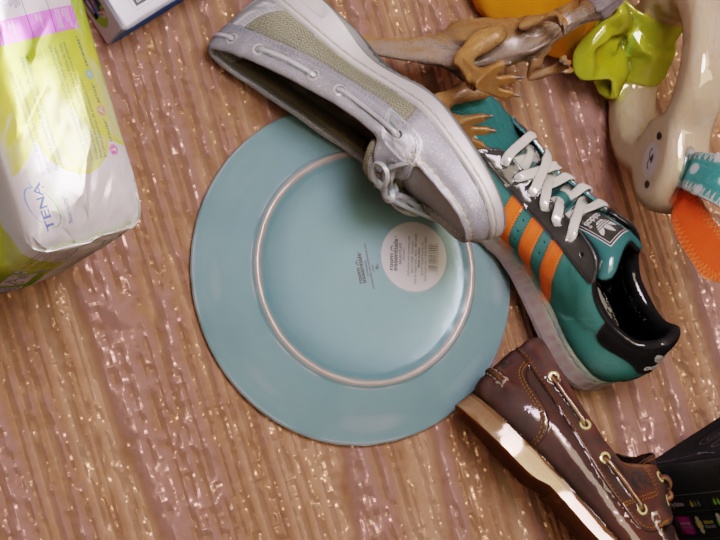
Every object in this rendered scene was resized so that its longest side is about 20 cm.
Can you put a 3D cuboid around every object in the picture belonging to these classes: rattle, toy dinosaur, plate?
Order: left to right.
[{"bbox_3d":[0.000,0.000,1.244,0.199,0.026,0.201,3,80,-19],"label":"plate"},{"bbox_3d":[0.057,-0.125,1.236,0.199,0.061,0.107,-5,43,5],"label":"toy dinosaur"},{"bbox_3d":[0.146,-0.096,1.240,0.142,0.130,0.201,23,52,-28],"label":"rattle"}]

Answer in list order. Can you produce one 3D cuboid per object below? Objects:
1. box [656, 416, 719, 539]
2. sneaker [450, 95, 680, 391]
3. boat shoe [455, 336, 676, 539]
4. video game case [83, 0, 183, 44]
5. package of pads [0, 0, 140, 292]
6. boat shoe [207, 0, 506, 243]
[{"bbox_3d":[0.293,0.164,1.275,0.148,0.124,0.201,-28,92,-22],"label":"box"},{"bbox_3d":[0.118,-0.026,1.254,0.071,0.080,0.200,-41,101,-42],"label":"sneaker"},{"bbox_3d":[0.145,0.128,1.246,0.070,0.070,0.200,-41,93,-11],"label":"boat shoe"},{"bbox_3d":[-0.109,-0.257,1.230,0.200,0.045,0.182,-34,96,-22],"label":"video game case"},{"bbox_3d":[-0.183,-0.098,1.120,0.068,0.154,0.201,-17,89,-22],"label":"package of pads"},{"bbox_3d":[0.001,-0.081,1.210,0.065,0.074,0.202,-41,74,-14],"label":"boat shoe"}]
